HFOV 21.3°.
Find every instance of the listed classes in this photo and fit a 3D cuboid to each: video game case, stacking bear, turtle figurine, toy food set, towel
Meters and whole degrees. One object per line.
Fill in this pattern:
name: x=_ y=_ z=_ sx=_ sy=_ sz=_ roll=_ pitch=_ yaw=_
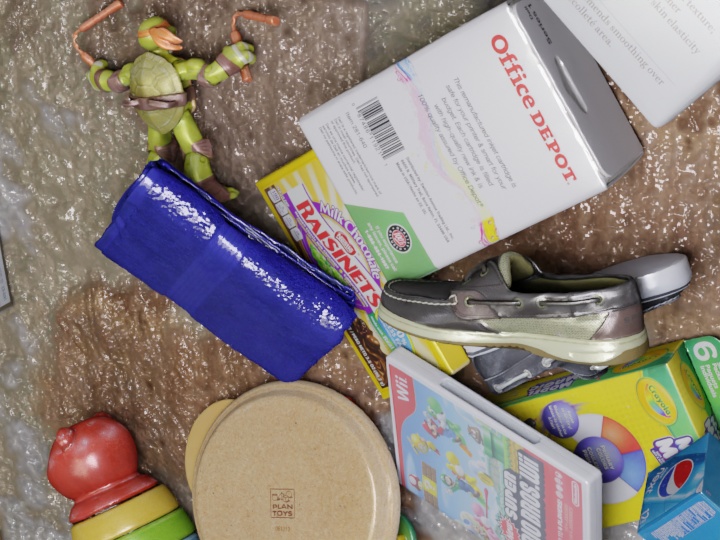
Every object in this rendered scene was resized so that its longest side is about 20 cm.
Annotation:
video game case: x=0.099 y=0.155 z=1.435 sx=0.200 sy=0.017 sz=0.143 roll=31 pitch=143 yaw=35
stacking bear: x=-0.204 y=0.221 z=1.649 sx=0.114 sy=0.121 sz=0.200 roll=-26 pitch=88 yaw=36
turtle figurine: x=-0.141 y=-0.130 z=1.489 sx=0.200 sy=0.064 sz=0.162 roll=-1 pitch=109 yaw=30
toy food set: x=-0.053 y=0.189 z=1.560 sx=0.200 sy=0.049 sz=0.198 roll=-20 pitch=81 yaw=25
towel: x=-0.103 y=0.000 z=1.493 sx=0.200 sy=0.050 sz=0.148 roll=37 pitch=152 yaw=-6

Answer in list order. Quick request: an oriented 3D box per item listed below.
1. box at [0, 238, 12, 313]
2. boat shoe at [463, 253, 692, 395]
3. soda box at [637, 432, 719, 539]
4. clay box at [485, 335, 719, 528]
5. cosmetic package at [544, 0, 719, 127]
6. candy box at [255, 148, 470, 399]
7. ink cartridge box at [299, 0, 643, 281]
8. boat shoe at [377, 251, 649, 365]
box: x=-0.405 y=-0.026 z=1.702 sx=0.200 sy=0.032 sz=0.121 roll=4 pitch=112 yaw=29
boat shoe: x=0.161 y=0.044 z=1.386 sx=0.200 sy=0.072 sz=0.068 roll=-23 pitch=93 yaw=37
soda box: x=0.290 y=0.208 z=1.350 sx=0.200 sy=0.068 sz=0.064 roll=41 pitch=125 yaw=-14
clay box: x=0.192 y=0.126 z=1.418 sx=0.200 sy=0.048 sz=0.115 roll=-19 pitch=102 yaw=35
cosmetic package: x=0.223 y=-0.228 z=1.183 sx=0.167 sy=0.166 sz=0.200 roll=50 pitch=126 yaw=2
candy box: x=0.000 y=0.000 z=1.470 sx=0.102 sy=0.026 sz=0.200 roll=-26 pitch=96 yaw=53
ink cartridge box: x=0.079 y=-0.095 z=1.368 sx=0.200 sy=0.084 sz=0.145 roll=-26 pitch=96 yaw=35
boat shoe: x=0.105 y=0.018 z=1.333 sx=0.201 sy=0.072 sz=0.066 roll=9 pitch=110 yaw=29
